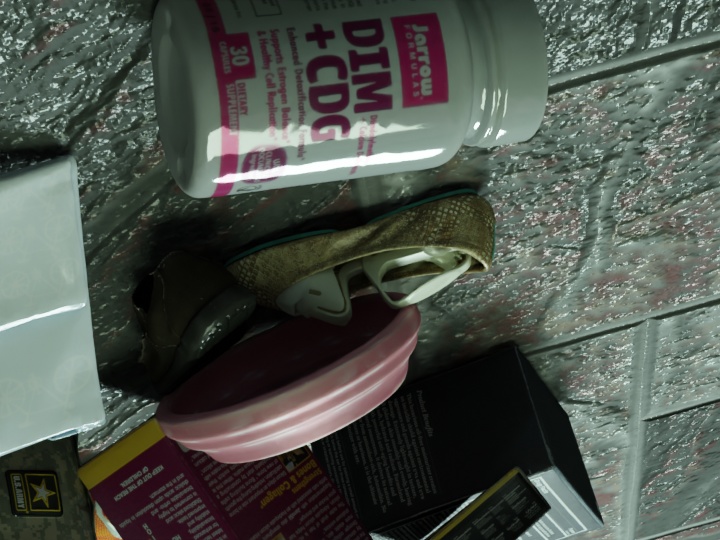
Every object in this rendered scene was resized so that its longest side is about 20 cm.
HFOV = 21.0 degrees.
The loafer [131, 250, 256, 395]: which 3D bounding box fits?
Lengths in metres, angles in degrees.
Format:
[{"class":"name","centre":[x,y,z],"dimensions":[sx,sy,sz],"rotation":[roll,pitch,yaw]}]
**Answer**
[{"class":"loafer","centre":[-0.121,0.028,1.344],"dimensions":[0.073,0.071,0.200],"rotation":[-37,176,-23]}]

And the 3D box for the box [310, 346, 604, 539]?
[{"class":"box","centre":[0.086,0.178,1.691],"dimensions":[0.198,0.123,0.200],"rotation":[-20,154,11]}]

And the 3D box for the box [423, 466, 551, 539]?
[{"class":"box","centre":[0.040,0.248,1.516],"dimensions":[0.200,0.049,0.160],"rotation":[-33,169,-45]}]

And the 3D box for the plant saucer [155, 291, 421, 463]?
[{"class":"plant saucer","centre":[-0.045,0.080,1.373],"dimensions":[0.200,0.051,0.201],"rotation":[-23,-169,5]}]

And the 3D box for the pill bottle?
[{"class":"pill bottle","centre":[-0.006,-0.107,1.065],"dimensions":[0.200,0.114,0.113],"rotation":[-9,154,-17]}]

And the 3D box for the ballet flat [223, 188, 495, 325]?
[{"class":"ballet flat","centre":[0.000,0.000,1.343],"dimensions":[0.200,0.065,0.071],"rotation":[-18,156,5]}]

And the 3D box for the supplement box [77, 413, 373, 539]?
[{"class":"supplement box","centre":[-0.096,0.188,1.477],"dimensions":[0.103,0.200,0.131],"rotation":[-35,178,35]}]

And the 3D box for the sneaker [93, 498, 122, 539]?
[{"class":"sneaker","centre":[-0.196,0.217,1.695],"dimensions":[0.077,0.073,0.200],"rotation":[-4,156,26]}]

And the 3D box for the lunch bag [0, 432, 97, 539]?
[{"class":"lunch bag","centre":[-0.295,0.189,1.442],"dimensions":[0.200,0.164,0.118],"rotation":[-12,158,-10]}]

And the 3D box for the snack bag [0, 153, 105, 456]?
[{"class":"snack bag","centre":[-0.245,0.043,1.170],"dimensions":[0.188,0.021,0.200],"rotation":[-19,123,-29]}]
